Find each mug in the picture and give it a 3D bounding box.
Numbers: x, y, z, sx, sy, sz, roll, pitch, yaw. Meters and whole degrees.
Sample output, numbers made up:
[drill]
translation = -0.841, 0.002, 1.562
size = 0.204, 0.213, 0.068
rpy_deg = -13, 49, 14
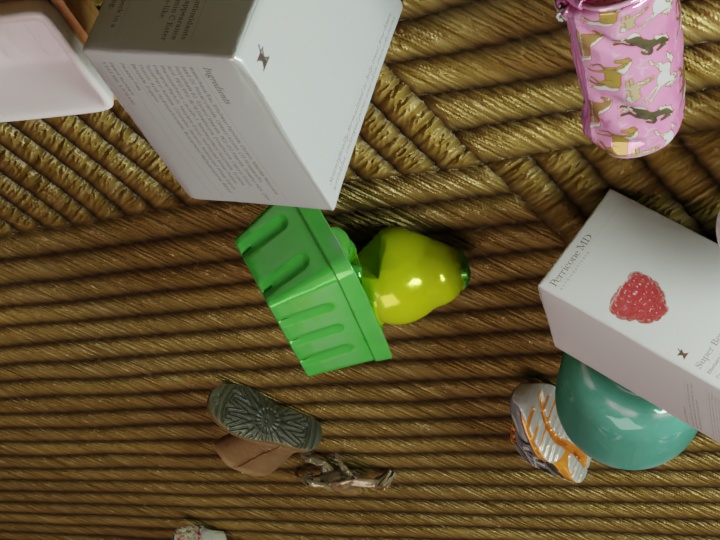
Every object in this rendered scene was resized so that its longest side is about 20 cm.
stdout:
[mug]
translation = 0.282, 0.094, 1.626
size = 0.152, 0.185, 0.115
rpy_deg = 37, 158, 18

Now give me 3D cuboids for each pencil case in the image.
[pencil case]
translation = 0.194, -0.164, 1.215
size = 0.086, 0.083, 0.200
rpy_deg = 8, 154, 20

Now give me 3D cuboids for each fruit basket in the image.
[fruit basket]
translation = 0.000, 0.000, 1.660
size = 0.214, 0.156, 0.216
rpy_deg = -21, 147, -15

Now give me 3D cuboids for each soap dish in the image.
[soap dish]
translation = -0.318, -0.205, 1.454
size = 0.198, 0.082, 0.158
rpy_deg = -3, 149, 20

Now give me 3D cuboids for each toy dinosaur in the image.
[toy dinosaur]
translation = -0.047, 0.297, 2.345
size = 0.199, 0.059, 0.101
rpy_deg = -3, 149, 39

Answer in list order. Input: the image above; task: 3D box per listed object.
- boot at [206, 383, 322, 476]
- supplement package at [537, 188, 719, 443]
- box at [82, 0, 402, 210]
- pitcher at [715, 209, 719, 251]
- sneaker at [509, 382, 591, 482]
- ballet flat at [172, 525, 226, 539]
[boot]
translation = -0.161, 0.228, 2.275
size = 0.174, 0.067, 0.200
rpy_deg = 27, 155, -16
[supplement package]
translation = 0.275, 0.042, 1.459
size = 0.199, 0.122, 0.120
rpy_deg = 30, 162, 28
[box]
translation = -0.079, -0.181, 1.225
size = 0.130, 0.200, 0.200
rpy_deg = 6, 153, 25
[pitcher]
translation = 0.356, -0.074, 1.264
size = 0.172, 0.121, 0.200
rpy_deg = 46, 136, -9
[sneaker]
translation = 0.208, 0.190, 1.935
size = 0.077, 0.079, 0.200
rpy_deg = 13, 155, 33
[ballet flat]
translation = -0.245, 0.485, 2.871
size = 0.064, 0.076, 0.200
rpy_deg = -31, 138, 19
